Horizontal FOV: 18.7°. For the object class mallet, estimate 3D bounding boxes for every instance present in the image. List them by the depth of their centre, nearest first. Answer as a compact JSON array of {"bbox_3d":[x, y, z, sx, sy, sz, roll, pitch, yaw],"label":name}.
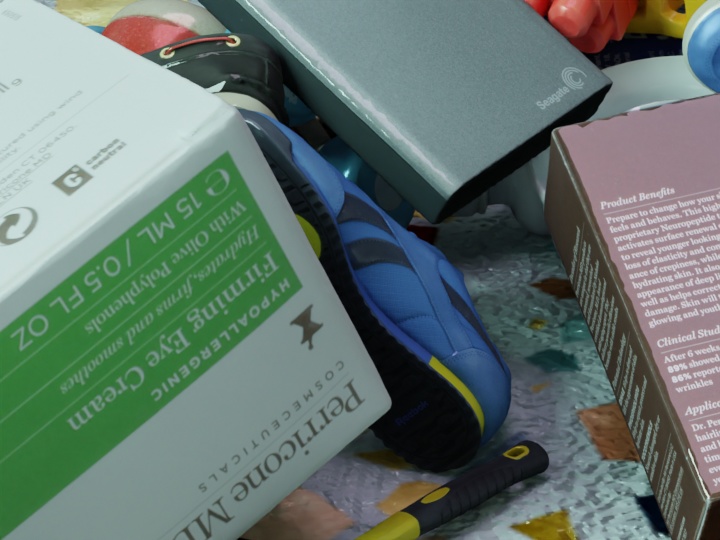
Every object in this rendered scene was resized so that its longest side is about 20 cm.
[{"bbox_3d":[0.022,0.115,0.936,0.199,0.041,0.066,-18,27,-38],"label":"mallet"}]

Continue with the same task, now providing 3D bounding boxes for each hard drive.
[{"bbox_3d":[0.013,-0.124,1.091,0.200,0.033,0.139,44,49,13],"label":"hard drive"}]

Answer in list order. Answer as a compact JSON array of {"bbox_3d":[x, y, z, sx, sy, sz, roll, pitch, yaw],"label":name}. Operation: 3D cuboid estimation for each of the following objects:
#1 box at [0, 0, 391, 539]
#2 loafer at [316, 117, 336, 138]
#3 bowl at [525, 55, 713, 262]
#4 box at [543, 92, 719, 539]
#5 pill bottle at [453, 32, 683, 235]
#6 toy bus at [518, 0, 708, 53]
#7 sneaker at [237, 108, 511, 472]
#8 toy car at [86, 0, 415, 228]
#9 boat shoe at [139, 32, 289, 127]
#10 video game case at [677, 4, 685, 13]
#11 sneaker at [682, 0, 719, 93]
[{"bbox_3d":[-0.138,0.025,0.912,0.199,0.172,0.200,-40,37,-16],"label":"box"},{"bbox_3d":[0.002,-0.084,1.228,0.062,0.072,0.200,0,-20,-9],"label":"loafer"},{"bbox_3d":[0.181,-0.020,1.121,0.200,0.091,0.202,1,37,-1],"label":"bowl"},{"bbox_3d":[0.157,0.023,0.962,0.100,0.075,0.201,-12,59,-9],"label":"box"},{"bbox_3d":[0.136,-0.081,1.247,0.199,0.120,0.120,-4,24,-2],"label":"pill bottle"},{"bbox_3d":[0.160,-0.187,1.175,0.199,0.136,0.193,9,52,23],"label":"toy bus"},{"bbox_3d":[0.000,0.000,1.024,0.066,0.200,0.079,-31,14,36],"label":"sneaker"},{"bbox_3d":[-0.107,-0.022,1.156,0.184,0.177,0.201,2,51,42],"label":"toy car"},{"bbox_3d":[-0.127,-0.058,1.057,0.200,0.074,0.063,-16,43,18],"label":"boat shoe"},{"bbox_3d":[0.271,-0.127,1.303,0.199,0.182,0.023,9,70,25],"label":"video game case"},{"bbox_3d":[0.256,-0.084,1.070,0.199,0.077,0.111,15,29,2],"label":"sneaker"}]
